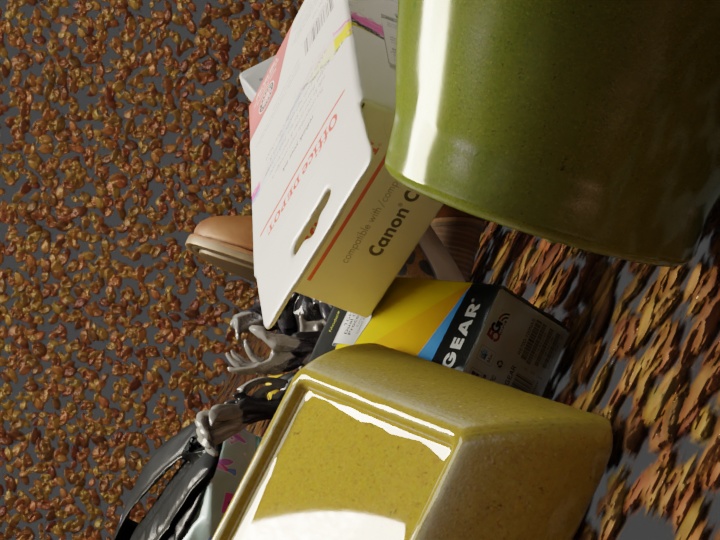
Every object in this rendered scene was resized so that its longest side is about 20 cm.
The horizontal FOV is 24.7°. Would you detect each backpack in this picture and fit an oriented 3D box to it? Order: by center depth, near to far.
[{"bbox_3d":[-0.109,0.206,1.200,0.201,0.126,0.167,-59,18,21],"label":"backpack"}]

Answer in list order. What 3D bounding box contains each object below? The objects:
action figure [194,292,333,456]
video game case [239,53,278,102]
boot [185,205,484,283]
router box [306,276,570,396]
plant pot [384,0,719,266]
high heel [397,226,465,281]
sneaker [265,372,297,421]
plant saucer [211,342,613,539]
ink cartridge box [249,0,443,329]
[{"bbox_3d":[-0.040,0.070,0.949,0.119,0.101,0.201,106,153,-48],"label":"action figure"},{"bbox_3d":[0.041,-0.125,0.995,0.199,0.018,0.143,-29,44,-10],"label":"video game case"},{"bbox_3d":[-0.012,-0.064,1.098,0.074,0.197,0.157,89,-173,-80],"label":"boot"},{"bbox_3d":[0.005,0.103,0.797,0.149,0.051,0.202,3,65,61],"label":"router box"},{"bbox_3d":[0.094,-0.111,0.639,0.200,0.198,0.195,-99,26,-80],"label":"plant pot"},{"bbox_3d":[0.000,0.000,1.017,0.071,0.141,0.202,3,-73,-67],"label":"high heel"},{"bbox_3d":[-0.035,0.115,1.119,0.202,0.089,0.070,-65,7,-20],"label":"sneaker"},{"bbox_3d":[-0.008,0.125,0.688,0.199,0.048,0.202,13,75,59],"label":"plant saucer"},{"bbox_3d":[-0.003,-0.062,0.829,0.117,0.067,0.201,-57,23,32],"label":"ink cartridge box"}]
